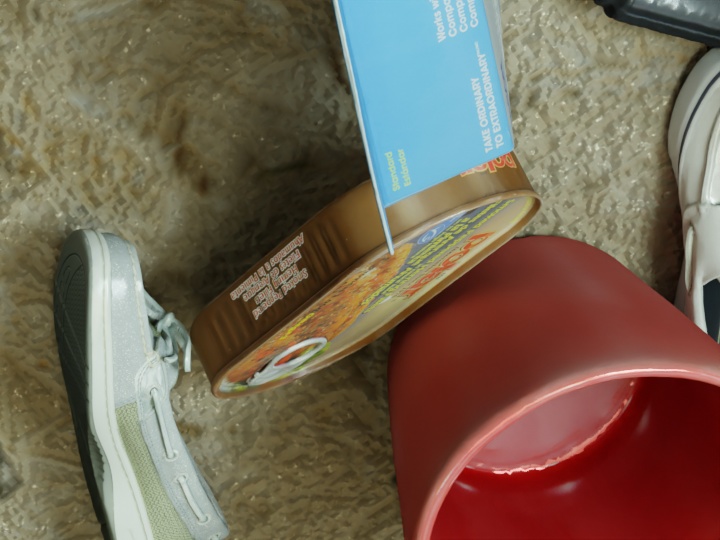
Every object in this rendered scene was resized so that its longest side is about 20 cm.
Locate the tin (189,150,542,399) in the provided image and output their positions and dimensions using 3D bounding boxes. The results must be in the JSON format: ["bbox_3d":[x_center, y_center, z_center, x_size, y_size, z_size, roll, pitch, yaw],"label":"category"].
[{"bbox_3d":[0.000,0.000,1.164,0.112,0.042,0.200,-8,157,-45],"label":"tin"}]

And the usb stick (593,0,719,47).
[{"bbox_3d":[0.205,-0.125,1.203,0.200,0.033,0.056,12,80,-20],"label":"usb stick"}]

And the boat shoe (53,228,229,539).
[{"bbox_3d":[-0.105,0.062,1.214,0.065,0.074,0.202,-15,125,-13],"label":"boat shoe"}]

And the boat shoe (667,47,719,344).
[{"bbox_3d":[0.190,-0.013,1.249,0.072,0.066,0.200,-2,119,-13],"label":"boat shoe"}]

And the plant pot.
[{"bbox_3d":[0.101,0.084,1.215,0.200,0.177,0.201,-6,121,-11],"label":"plant pot"}]

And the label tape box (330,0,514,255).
[{"bbox_3d":[0.024,-0.121,1.063,0.066,0.200,0.143,-11,122,4],"label":"label tape box"}]
